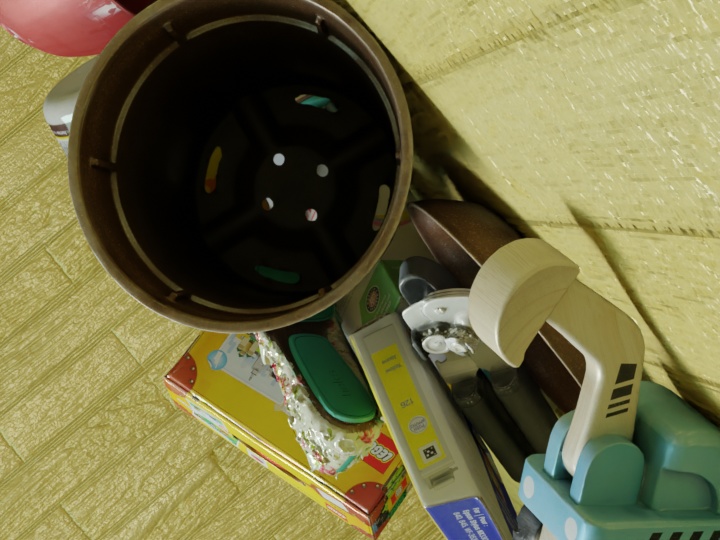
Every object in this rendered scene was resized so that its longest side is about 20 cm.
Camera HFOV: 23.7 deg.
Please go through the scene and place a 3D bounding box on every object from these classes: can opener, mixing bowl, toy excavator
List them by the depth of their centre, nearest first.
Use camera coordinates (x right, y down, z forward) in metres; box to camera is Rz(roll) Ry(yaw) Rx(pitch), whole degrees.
[{"bbox_3d":[0.133,0.086,0.886,0.194,0.201,0.100,3,-162,-23],"label":"toy excavator"},{"bbox_3d":[0.086,0.066,1.115,0.067,0.052,0.200,-85,-29,-43],"label":"can opener"},{"bbox_3d":[-0.230,-0.239,1.318,0.200,0.108,0.201,45,-155,-27],"label":"mixing bowl"}]

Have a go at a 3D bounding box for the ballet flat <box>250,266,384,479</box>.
[{"bbox_3d":[-0.041,0.058,1.156,0.200,0.075,0.064,-111,32,-45],"label":"ballet flat"}]

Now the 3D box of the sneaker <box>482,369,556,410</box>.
[{"bbox_3d":[0.069,0.036,1.233,0.200,0.080,0.078,51,178,37],"label":"sneaker"}]

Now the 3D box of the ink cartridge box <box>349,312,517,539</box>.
[{"bbox_3d":[0.073,0.155,1.112,0.198,0.047,0.200,58,-172,-48],"label":"ink cartridge box"}]

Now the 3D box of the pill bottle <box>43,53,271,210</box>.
[{"bbox_3d":[-0.134,-0.060,1.227,0.201,0.109,0.109,62,172,-22],"label":"pill bottle"}]

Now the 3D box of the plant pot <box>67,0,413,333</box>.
[{"bbox_3d":[-0.056,-0.062,1.058,0.200,0.200,0.198,50,-175,7],"label":"plant pot"}]

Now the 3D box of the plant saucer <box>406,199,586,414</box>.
[{"bbox_3d":[0.105,0.026,1.051,0.201,0.037,0.200,51,176,5],"label":"plant saucer"}]

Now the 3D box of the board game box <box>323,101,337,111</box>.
[{"bbox_3d":[-0.073,-0.156,1.395,0.151,0.037,0.200,51,176,-3],"label":"board game box"}]

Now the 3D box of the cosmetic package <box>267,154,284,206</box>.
[{"bbox_3d":[-0.031,-0.036,1.433,0.200,0.071,0.101,36,176,6],"label":"cosmetic package"}]

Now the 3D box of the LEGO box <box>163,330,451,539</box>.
[{"bbox_3d":[-0.030,0.092,1.358,0.200,0.149,0.077,33,163,16],"label":"LEGO box"}]

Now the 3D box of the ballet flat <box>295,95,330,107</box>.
[{"bbox_3d":[-0.085,-0.121,1.273,0.200,0.068,0.063,-29,85,56],"label":"ballet flat"}]

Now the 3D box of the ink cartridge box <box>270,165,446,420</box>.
[{"bbox_3d":[0.000,0.000,1.234,0.067,0.117,0.200,4,-142,-29],"label":"ink cartridge box"}]
